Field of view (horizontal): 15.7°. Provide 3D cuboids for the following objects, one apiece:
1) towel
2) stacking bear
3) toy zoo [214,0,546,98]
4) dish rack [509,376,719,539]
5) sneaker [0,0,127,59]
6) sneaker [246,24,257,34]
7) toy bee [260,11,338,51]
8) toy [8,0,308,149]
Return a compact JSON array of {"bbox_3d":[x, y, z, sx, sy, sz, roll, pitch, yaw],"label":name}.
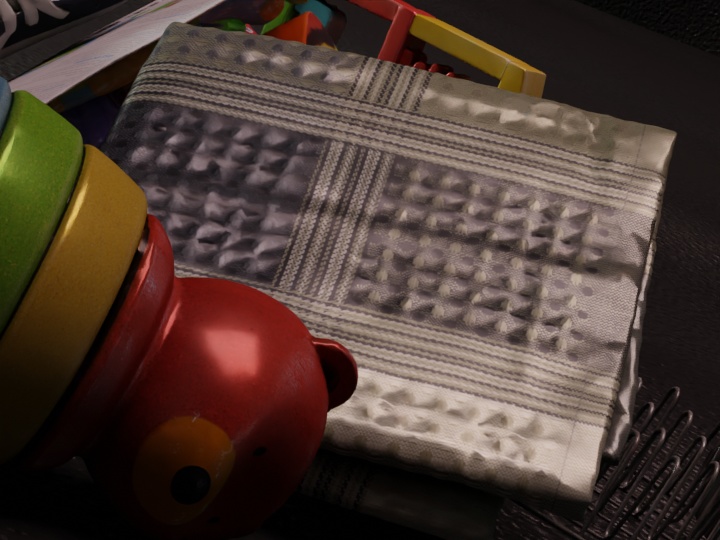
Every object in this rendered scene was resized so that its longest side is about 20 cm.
[{"bbox_3d":[0.000,0.000,0.868,0.198,0.035,0.193,13,43,7],"label":"towel"},{"bbox_3d":[-0.099,0.009,0.741,0.199,0.122,0.114,30,17,-14],"label":"stacking bear"},{"bbox_3d":[-0.002,-0.054,1.132,0.199,0.132,0.020,29,13,29],"label":"toy zoo"},{"bbox_3d":[0.083,0.059,0.926,0.199,0.055,0.154,32,11,-11],"label":"dish rack"},{"bbox_3d":[-0.146,-0.119,1.019,0.080,0.129,0.199,57,21,0],"label":"sneaker"},{"bbox_3d":[-0.028,-0.079,1.346,0.199,0.072,0.112,14,18,-32],"label":"sneaker"},{"bbox_3d":[-0.028,-0.016,1.017,0.130,0.109,0.200,-14,25,37],"label":"toy bee"},{"bbox_3d":[-0.088,-0.075,1.020,0.200,0.047,0.115,-39,17,-36],"label":"toy"}]
